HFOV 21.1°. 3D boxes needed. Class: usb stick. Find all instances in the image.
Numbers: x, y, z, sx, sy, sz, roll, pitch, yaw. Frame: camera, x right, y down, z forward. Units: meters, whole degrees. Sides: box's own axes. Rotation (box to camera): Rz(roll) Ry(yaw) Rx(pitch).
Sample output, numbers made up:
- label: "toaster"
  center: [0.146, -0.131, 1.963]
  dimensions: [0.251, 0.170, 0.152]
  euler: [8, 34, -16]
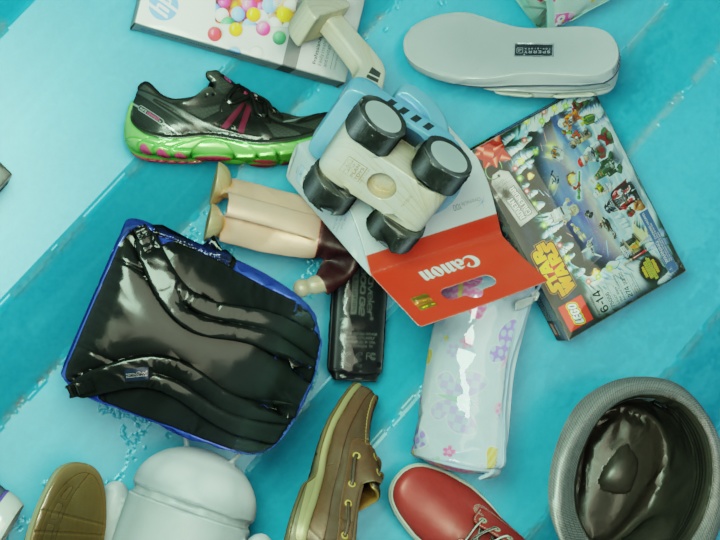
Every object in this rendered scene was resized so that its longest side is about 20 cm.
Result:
- label: "usb stick"
  center: [0.000, 0.000, 1.760]
  dimensions: [0.055, 0.033, 0.202]
  euler: [4, 87, -19]

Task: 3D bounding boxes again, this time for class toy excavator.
- label: "toy excavator"
  center: [0.009, -0.137, 1.658]
  dimensions: [0.194, 0.200, 0.100]
  euler: [32, 125, -7]

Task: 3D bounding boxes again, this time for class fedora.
- label: "fedora"
  center: [0.244, 0.198, 1.780]
  dimensions: [0.176, 0.090, 0.201]
  euler: [16, 78, -14]

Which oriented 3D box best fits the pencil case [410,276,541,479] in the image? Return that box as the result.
- label: "pencil case"
  center: [0.105, 0.086, 1.755]
  dimensions: [0.090, 0.083, 0.202]
  euler: [11, 86, 10]

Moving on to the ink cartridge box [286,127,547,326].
- label: "ink cartridge box"
  center: [0.055, -0.051, 1.688]
  dimensions: [0.159, 0.047, 0.200]
  euler: [-18, 53, -37]

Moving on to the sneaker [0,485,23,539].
- label: "sneaker"
  center: [-0.396, 0.238, 1.641]
  dimensions: [0.146, 0.081, 0.201]
  euler: [33, 84, -2]

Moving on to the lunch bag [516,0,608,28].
- label: "lunch bag"
  center: [0.197, -0.340, 1.776]
  dimensions: [0.170, 0.122, 0.201]
  euler: [-31, 104, -15]

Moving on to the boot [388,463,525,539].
- label: "boot"
  center: [0.119, 0.245, 1.722]
  dimensions: [0.200, 0.144, 0.073]
  euler: [39, 80, -8]

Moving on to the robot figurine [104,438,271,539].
- label: "robot figurine"
  center: [-0.158, 0.240, 1.672]
  dimensions: [0.169, 0.113, 0.201]
  euler: [16, 83, 18]

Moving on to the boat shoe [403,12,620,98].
- label: "boat shoe"
  center: [0.140, -0.192, 1.780]
  dimensions: [0.198, 0.066, 0.072]
  euler: [1, 64, 8]

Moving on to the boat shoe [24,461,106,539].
- label: "boat shoe"
  center: [-0.274, 0.258, 1.665]
  dimensions: [0.072, 0.072, 0.202]
  euler: [7, 96, -36]

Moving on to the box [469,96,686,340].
- label: "box"
  center: [0.199, -0.054, 1.805]
  dimensions: [0.136, 0.040, 0.201]
  euler: [-30, 95, -12]

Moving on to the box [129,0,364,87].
- label: "box"
  center: [-0.093, -0.268, 1.744]
  dimensions: [0.199, 0.041, 0.157]
  euler: [15, 84, -11]

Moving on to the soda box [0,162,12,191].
- label: "soda box"
  center: [-0.395, -0.124, 1.656]
  dimensions: [0.200, 0.063, 0.071]
  euler: [43, 80, -9]

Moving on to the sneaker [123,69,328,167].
- label: "sneaker"
  center: [-0.110, -0.137, 1.718]
  dimensions: [0.198, 0.077, 0.084]
  euler: [2, 85, -17]

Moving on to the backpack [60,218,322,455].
- label: "backpack"
  center: [-0.135, 0.055, 1.653]
  dimensions: [0.199, 0.168, 0.163]
  euler: [23, 95, -8]

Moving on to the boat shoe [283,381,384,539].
- label: "boat shoe"
  center: [-0.014, 0.185, 1.692]
  dimensions: [0.067, 0.072, 0.201]
  euler: [18, 46, 3]

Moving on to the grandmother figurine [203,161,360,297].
- label: "grandmother figurine"
  center: [-0.036, -0.033, 1.706]
  dimensions: [0.199, 0.061, 0.122]
  euler: [11, 78, -8]
